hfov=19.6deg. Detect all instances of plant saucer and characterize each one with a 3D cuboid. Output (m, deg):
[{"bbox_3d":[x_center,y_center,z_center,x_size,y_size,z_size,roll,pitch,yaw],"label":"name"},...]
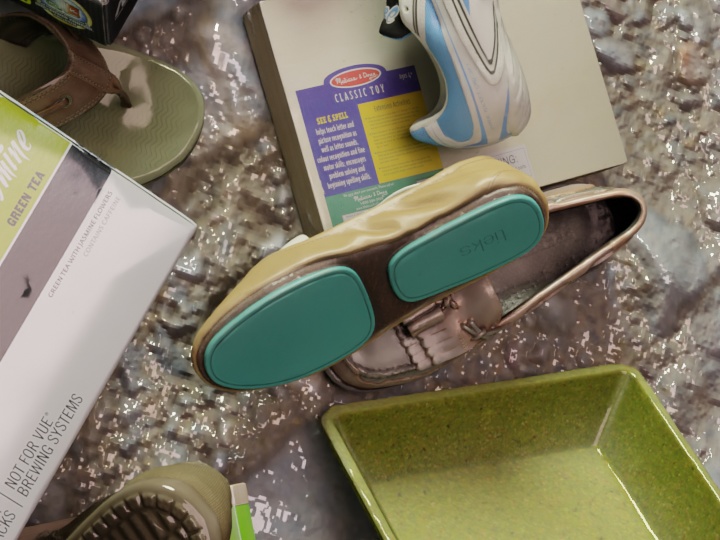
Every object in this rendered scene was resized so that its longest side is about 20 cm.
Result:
[{"bbox_3d":[0.098,0.144,1.063,0.198,0.048,0.200,-6,45,-27],"label":"plant saucer"}]

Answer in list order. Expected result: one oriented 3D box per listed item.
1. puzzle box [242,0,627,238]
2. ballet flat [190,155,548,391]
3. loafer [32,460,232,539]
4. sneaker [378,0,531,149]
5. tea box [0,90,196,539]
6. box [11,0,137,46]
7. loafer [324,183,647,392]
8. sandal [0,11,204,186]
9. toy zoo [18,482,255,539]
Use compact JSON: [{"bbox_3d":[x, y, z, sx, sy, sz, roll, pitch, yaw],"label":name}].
[{"bbox_3d":[0.043,-0.099,1.134,0.198,0.025,0.134,-15,88,-27],"label":"puzzle box"},{"bbox_3d":[0.000,0.000,1.057,0.198,0.063,0.069,-23,127,-11],"label":"ballet flat"},{"bbox_3d":[-0.123,0.150,0.934,0.076,0.199,0.067,57,30,1],"label":"loafer"},{"bbox_3d":[0.040,-0.162,1.078,0.072,0.072,0.202,-11,98,-3],"label":"sneaker"},{"bbox_3d":[-0.216,0.017,0.918,0.196,0.133,0.201,35,73,-17],"label":"tea box"},{"bbox_3d":[-0.147,-0.229,1.021,0.159,0.044,0.201,26,69,5],"label":"box"},{"bbox_3d":[0.067,0.000,1.107,0.199,0.063,0.072,-27,93,-27],"label":"loafer"},{"bbox_3d":[-0.168,-0.092,1.011,0.199,0.057,0.081,17,74,-23],"label":"sandal"},{"bbox_3d":[-0.095,0.210,0.967,0.130,0.020,0.202,-12,85,17],"label":"toy zoo"}]
